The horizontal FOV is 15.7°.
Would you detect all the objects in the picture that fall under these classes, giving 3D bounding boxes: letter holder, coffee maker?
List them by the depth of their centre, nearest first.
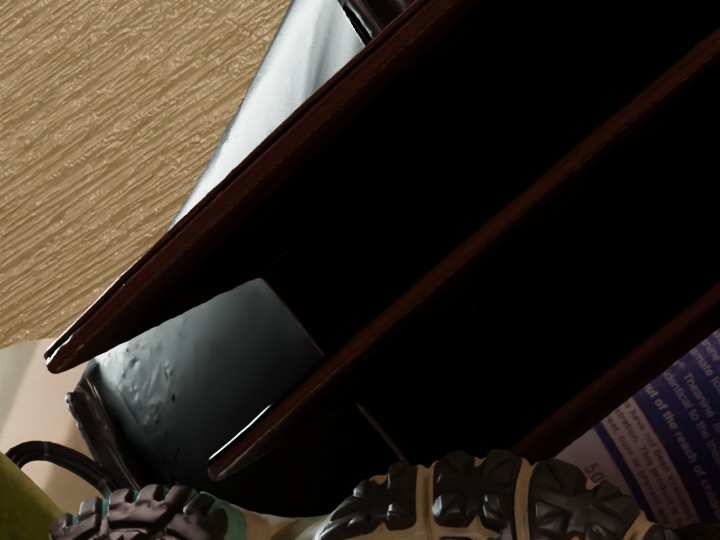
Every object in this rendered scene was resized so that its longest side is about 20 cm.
[{"bbox_3d":[0.037,-0.010,0.653,0.200,0.101,0.142,-41,-8,28],"label":"letter holder"},{"bbox_3d":[0.000,0.000,0.840,0.192,0.135,0.200,-36,-19,-52],"label":"coffee maker"}]

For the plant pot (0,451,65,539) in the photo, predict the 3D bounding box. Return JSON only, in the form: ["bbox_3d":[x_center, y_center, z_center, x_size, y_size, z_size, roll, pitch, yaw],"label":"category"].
[{"bbox_3d":[-0.160,0.154,0.704,0.184,0.200,0.200,-41,-7,11],"label":"plant pot"}]

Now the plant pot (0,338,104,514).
[{"bbox_3d":[-0.129,0.162,1.083,0.187,0.187,0.200,-32,23,40],"label":"plant pot"}]

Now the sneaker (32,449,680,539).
[{"bbox_3d":[0.010,0.097,0.651,0.200,0.086,0.078,1,55,33],"label":"sneaker"}]

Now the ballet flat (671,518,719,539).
[{"bbox_3d":[0.081,0.095,0.666,0.067,0.046,0.200,13,-21,-30],"label":"ballet flat"}]

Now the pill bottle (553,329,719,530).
[{"bbox_3d":[0.130,0.040,0.813,0.200,0.111,0.111,-27,-5,-12],"label":"pill bottle"}]
